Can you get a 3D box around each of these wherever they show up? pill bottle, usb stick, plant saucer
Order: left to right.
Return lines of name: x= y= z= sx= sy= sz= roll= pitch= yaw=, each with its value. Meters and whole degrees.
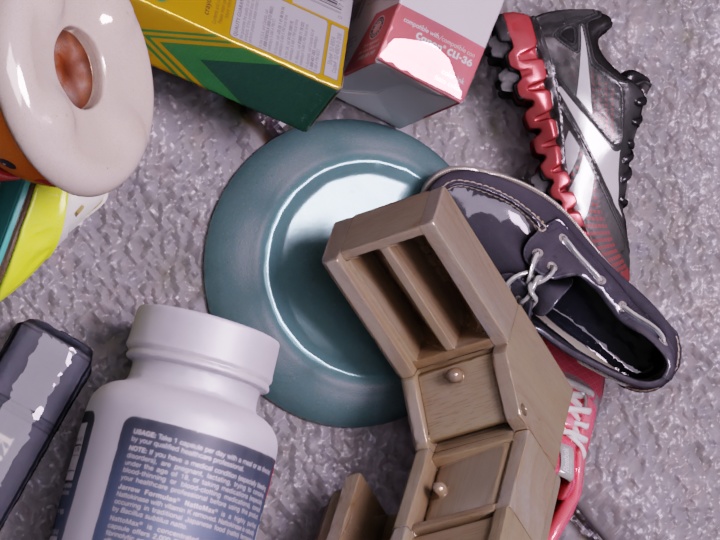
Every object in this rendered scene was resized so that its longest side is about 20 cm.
usb stick: x=-0.228 y=0.122 z=1.509 sx=0.055 sy=0.033 sz=0.200 roll=33 pitch=75 yaw=-16
pill bottle: x=-0.115 y=0.128 z=1.505 sx=0.120 sy=0.120 sz=0.200 roll=18 pitch=80 yaw=-18
plant saucer: x=0.000 y=0.000 z=1.605 sx=0.200 sy=0.036 sz=0.200 roll=2 pitch=84 yaw=-20

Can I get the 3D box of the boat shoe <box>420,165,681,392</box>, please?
boat shoe: x=0.122 y=0.005 z=1.581 sx=0.200 sy=0.063 sz=0.073 roll=39 pitch=97 yaw=-5

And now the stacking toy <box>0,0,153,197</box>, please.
stacking toy: x=-0.233 y=-0.101 z=1.461 sx=0.146 sy=0.200 sz=0.146 roll=28 pitch=57 yaw=-55

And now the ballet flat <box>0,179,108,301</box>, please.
ballet flat: x=-0.182 y=-0.072 z=1.527 sx=0.067 sy=0.067 sz=0.200 roll=14 pitch=79 yaw=-21

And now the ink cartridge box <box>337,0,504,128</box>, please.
ink cartridge box: x=0.054 y=-0.199 z=1.598 sx=0.067 sy=0.116 sz=0.200 roll=26 pitch=78 yaw=-16

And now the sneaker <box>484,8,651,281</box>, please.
sneaker: x=0.152 y=-0.081 z=1.641 sx=0.098 sy=0.071 sz=0.201 roll=-17 pitch=91 yaw=-1

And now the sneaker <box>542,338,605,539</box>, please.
sneaker: x=0.125 y=0.114 z=1.614 sx=0.074 sy=0.087 sz=0.200 roll=22 pitch=78 yaw=-18

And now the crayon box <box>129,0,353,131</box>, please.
crayon box: x=-0.103 y=-0.180 z=1.544 sx=0.200 sy=0.052 sz=0.126 roll=24 pitch=47 yaw=-18

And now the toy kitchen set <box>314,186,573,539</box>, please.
toy kitchen set: x=0.005 y=0.098 z=1.507 sx=0.180 sy=0.163 sz=0.200 roll=57 pitch=30 yaw=-28
